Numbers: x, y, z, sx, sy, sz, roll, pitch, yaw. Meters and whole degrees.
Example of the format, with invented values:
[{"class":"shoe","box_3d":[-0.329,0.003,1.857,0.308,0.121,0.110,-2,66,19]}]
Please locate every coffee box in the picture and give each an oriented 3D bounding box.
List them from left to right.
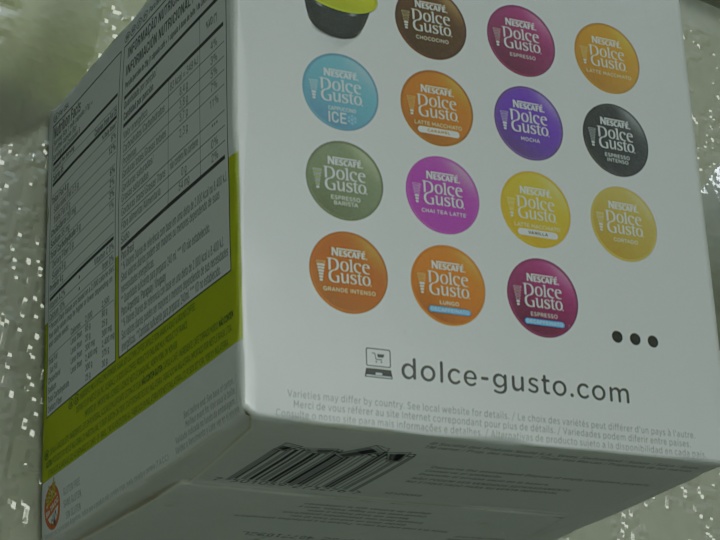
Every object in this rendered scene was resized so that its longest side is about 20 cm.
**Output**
[{"class":"coffee box","box_3d":[0.000,0.000,0.861,0.199,0.200,0.199,8,67,-26]}]
